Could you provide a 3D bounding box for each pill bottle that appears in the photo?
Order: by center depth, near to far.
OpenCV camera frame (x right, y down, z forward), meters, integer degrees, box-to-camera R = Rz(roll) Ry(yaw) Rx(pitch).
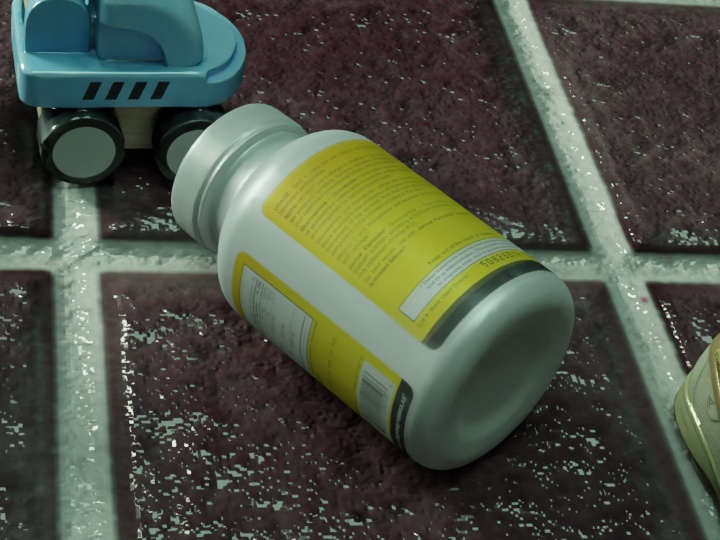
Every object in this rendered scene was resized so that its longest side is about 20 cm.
[{"bbox_3d":[0.000,0.000,0.847,0.112,0.112,0.200,-27,53,-38],"label":"pill bottle"}]

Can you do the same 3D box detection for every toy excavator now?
[{"bbox_3d":[-0.154,-0.154,0.925,0.194,0.200,0.100,-1,40,-15],"label":"toy excavator"}]

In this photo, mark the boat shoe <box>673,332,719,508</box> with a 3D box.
[{"bbox_3d":[0.210,0.102,0.810,0.074,0.066,0.200,-6,42,-20],"label":"boat shoe"}]
